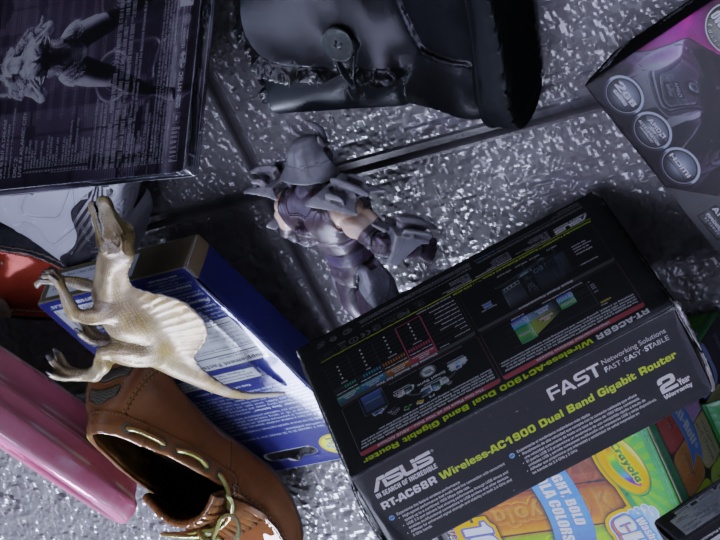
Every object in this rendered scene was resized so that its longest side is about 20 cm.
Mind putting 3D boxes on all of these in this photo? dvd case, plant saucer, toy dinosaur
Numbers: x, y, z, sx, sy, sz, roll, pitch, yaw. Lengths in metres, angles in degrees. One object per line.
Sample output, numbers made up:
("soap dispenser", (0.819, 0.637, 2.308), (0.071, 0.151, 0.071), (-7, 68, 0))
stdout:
("dvd case", (-0.159, -0.120, 1.645), (0.200, 0.016, 0.149), (-4, 77, 42))
("plant saucer", (-0.220, 0.088, 1.814), (0.200, 0.051, 0.201), (32, 171, 6))
("toy dinosaur", (-0.130, 0.040, 1.671), (0.101, 0.058, 0.200), (-7, 139, 28))

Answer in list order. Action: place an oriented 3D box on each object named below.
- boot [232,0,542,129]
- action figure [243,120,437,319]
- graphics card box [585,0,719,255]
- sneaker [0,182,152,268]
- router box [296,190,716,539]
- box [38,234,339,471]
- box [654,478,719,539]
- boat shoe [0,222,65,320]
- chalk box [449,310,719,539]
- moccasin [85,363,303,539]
("boot", (0.005, -0.167, 1.558), (0.168, 0.076, 0.200), (7, 128, 22))
("action figure", (0.000, 0.000, 1.658), (0.130, 0.069, 0.200), (27, 142, 61))
("graphics card box", (0.230, -0.105, 1.487), (0.200, 0.051, 0.125), (-32, 101, 41))
("sneaker", (-0.179, -0.085, 1.718), (0.115, 0.075, 0.200), (25, 132, 10))
("router box", (0.076, 0.054, 1.553), (0.200, 0.150, 0.062), (-28, 118, 2))
("box", (-0.089, 0.056, 1.755), (0.121, 0.032, 0.200), (-13, 135, 35))
("box", (0.283, 0.151, 1.543), (0.200, 0.048, 0.158), (-32, 103, -4))
("boat shoe", (-0.256, 0.001, 1.827), (0.200, 0.063, 0.071), (11, 122, 22))
("chalk box", (0.158, 0.111, 1.618), (0.200, 0.124, 0.125), (-12, 113, 35))
("moccasin", (-0.103, 0.134, 1.773), (0.074, 0.078, 0.201), (-6, 141, 28))
